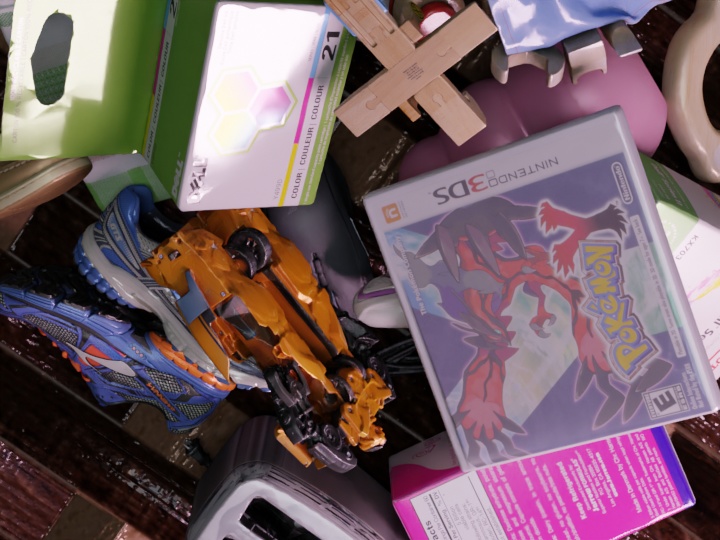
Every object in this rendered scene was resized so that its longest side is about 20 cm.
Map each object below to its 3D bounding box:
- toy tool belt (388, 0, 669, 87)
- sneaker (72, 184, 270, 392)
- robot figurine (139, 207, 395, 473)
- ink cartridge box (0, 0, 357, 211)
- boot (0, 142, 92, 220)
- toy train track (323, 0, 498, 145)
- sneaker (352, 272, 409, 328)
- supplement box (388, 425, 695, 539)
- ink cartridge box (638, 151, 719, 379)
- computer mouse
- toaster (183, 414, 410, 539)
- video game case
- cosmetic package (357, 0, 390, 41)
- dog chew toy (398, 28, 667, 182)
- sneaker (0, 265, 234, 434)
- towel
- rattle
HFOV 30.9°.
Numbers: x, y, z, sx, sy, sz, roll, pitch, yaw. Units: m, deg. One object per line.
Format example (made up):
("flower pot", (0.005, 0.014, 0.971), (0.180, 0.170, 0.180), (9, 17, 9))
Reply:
("toy tool belt", (0.120, -0.176, 0.805), (0.199, 0.123, 0.125), (-26, 130, 5))
("sneaker", (-0.111, 0.011, 0.937), (0.199, 0.077, 0.086), (34, 109, 2))
("robot figurine", (-0.053, 0.045, 0.875), (0.058, 0.145, 0.201), (-32, 99, 29))
("ink cartridge box", (-0.115, -0.116, 0.822), (0.199, 0.076, 0.149), (-6, 127, -32))
("boot", (-0.283, -0.108, 0.907), (0.199, 0.073, 0.157), (-12, 98, 38))
("toy train track", (0.006, -0.157, 0.789), (0.114, 0.033, 0.200), (-34, 117, 25))
("sneaker", (0.090, 0.042, 0.939), (0.198, 0.075, 0.101), (0, 103, -19))
("supplement box", (0.129, 0.154, 0.965), (0.199, 0.101, 0.104), (-24, 100, 5))
("ink cartridge box", (0.226, 0.009, 0.905), (0.199, 0.068, 0.117), (21, 119, -31))
("computer mouse", (0.000, 0.000, 0.957), (0.139, 0.046, 0.202), (-11, 107, 1))
("toaster", (-0.050, 0.192, 0.957), (0.199, 0.129, 0.114), (38, 97, -6))
("video game case", (0.114, 0.018, 0.840), (0.181, 0.023, 0.202), (-18, 97, 25))
("cosmetic package", (-0.026, -0.225, 0.909), (0.198, 0.090, 0.108), (15, 103, -5))
("dog chew toy", (0.113, -0.090, 0.918), (0.199, 0.125, 0.125), (-32, 98, 13))
("sneaker", (-0.190, 0.061, 0.965), (0.199, 0.075, 0.079), (27, 102, -3))
("towel", (-0.150, -0.132, 0.905), (0.148, 0.031, 0.201), (-16, 135, 3))
("rattle", (0.275, -0.160, 0.886), (0.129, 0.143, 0.202), (-9, 103, -6))
